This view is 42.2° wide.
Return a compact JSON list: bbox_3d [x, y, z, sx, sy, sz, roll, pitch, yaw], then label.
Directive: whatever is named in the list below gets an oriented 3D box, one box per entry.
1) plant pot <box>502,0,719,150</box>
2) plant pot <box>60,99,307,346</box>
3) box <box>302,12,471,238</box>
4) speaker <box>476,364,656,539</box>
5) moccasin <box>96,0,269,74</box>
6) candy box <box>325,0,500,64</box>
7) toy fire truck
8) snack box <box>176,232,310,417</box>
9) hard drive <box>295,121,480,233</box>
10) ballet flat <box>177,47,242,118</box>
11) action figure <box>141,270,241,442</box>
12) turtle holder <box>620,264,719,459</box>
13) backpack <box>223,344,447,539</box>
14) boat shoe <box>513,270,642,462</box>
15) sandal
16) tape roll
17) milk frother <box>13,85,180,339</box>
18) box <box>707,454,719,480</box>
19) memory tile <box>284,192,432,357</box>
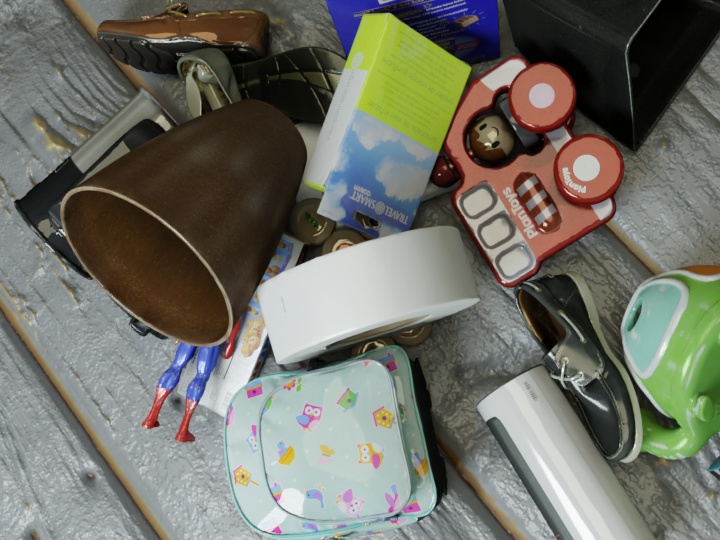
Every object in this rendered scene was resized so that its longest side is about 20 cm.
[{"bbox_3d":[0.254,-0.279,0.948,0.177,0.200,0.200,32,82,27],"label":"plant pot"},{"bbox_3d":[-0.141,-0.066,0.875,0.186,0.187,0.200,26,55,15],"label":"plant pot"},{"bbox_3d":[0.024,-0.135,0.925,0.048,0.122,0.201,20,88,52],"label":"box"},{"bbox_3d":[0.195,0.194,0.882,0.081,0.081,0.201,-31,73,0],"label":"speaker"},{"bbox_3d":[-0.204,-0.275,1.076,0.200,0.074,0.078,-1,66,12],"label":"moccasin"},{"bbox_3d":[0.056,-0.280,0.966,0.168,0.200,0.078,-12,74,6],"label":"candy box"},{"bbox_3d":[0.161,-0.105,0.944,0.167,0.112,0.201,-33,83,9],"label":"toy fire truck"},{"bbox_3d":[-0.123,0.051,0.977,0.072,0.024,0.201,24,95,15],"label":"snack box"},{"bbox_3d":[0.019,-0.126,1.023,0.199,0.026,0.133,-20,73,4],"label":"hard drive"},{"bbox_3d":[-0.145,-0.146,1.015,0.067,0.064,0.201,-27,86,42],"label":"ballet flat"},{"bbox_3d":[-0.161,0.069,0.950,0.065,0.052,0.201,20,89,12],"label":"action figure"},{"bbox_3d":[0.314,0.082,0.874,0.140,0.187,0.132,-19,33,-26],"label":"turtle holder"},{"bbox_3d":[-0.032,0.170,0.892,0.199,0.153,0.177,-14,79,12],"label":"backpack"},{"bbox_3d":[0.205,0.093,0.894,0.067,0.072,0.201,-3,57,-24],"label":"boat shoe"},{"bbox_3d":[-0.080,-0.203,1.034,0.200,0.057,0.080,5,100,30],"label":"sandal"},{"bbox_3d":[0.006,0.025,0.868,0.201,0.202,0.071,-17,82,4],"label":"tape roll"},{"bbox_3d":[-0.231,-0.058,1.006,0.188,0.180,0.200,-43,116,-3],"label":"milk frother"},{"bbox_3d":[0.412,0.230,0.835,0.200,0.082,0.049,43,86,17],"label":"box"},{"bbox_3d":[0.000,0.000,0.981,0.153,0.017,0.200,-44,81,0],"label":"memory tile"}]
